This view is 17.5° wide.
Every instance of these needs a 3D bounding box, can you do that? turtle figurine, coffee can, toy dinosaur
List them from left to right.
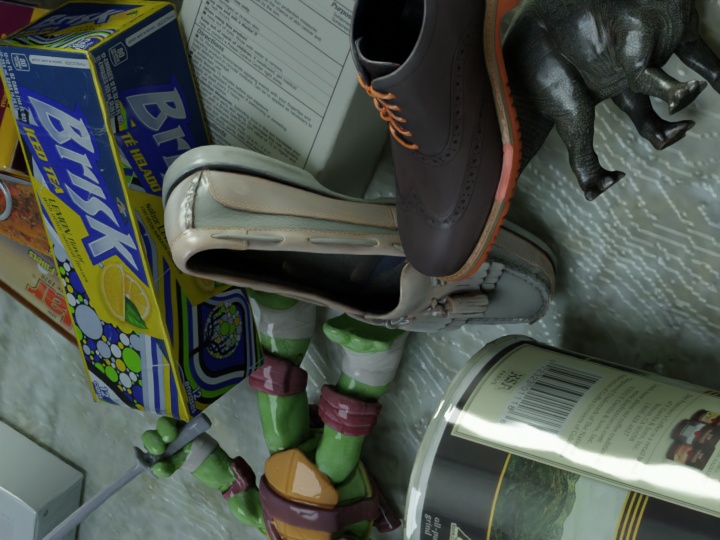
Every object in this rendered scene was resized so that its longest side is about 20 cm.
[{"bbox_3d":[-0.055,0.108,1.221,0.144,0.200,0.194,-126,44,-65],"label":"turtle figurine"},{"bbox_3d":[0.105,-0.098,1.036,0.102,0.077,0.200,55,143,12],"label":"toy dinosaur"},{"bbox_3d":[0.142,0.123,1.090,0.200,0.146,0.147,15,127,32],"label":"coffee can"}]

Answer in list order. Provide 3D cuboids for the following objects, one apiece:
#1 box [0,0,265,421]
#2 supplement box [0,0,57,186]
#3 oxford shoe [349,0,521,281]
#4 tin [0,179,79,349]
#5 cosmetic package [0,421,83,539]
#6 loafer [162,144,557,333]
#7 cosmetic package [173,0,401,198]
[{"bbox_3d":[-0.111,-0.030,1.147,0.070,0.064,0.200,9,123,38],"label":"box"},{"bbox_3d":[-0.213,-0.099,1.234,0.200,0.110,0.086,14,87,33],"label":"supplement box"},{"bbox_3d":[0.024,-0.081,1.023,0.071,0.072,0.200,28,129,43],"label":"oxford shoe"},{"bbox_3d":[-0.155,-0.013,1.319,0.200,0.042,0.112,37,131,14],"label":"tin"},{"bbox_3d":[-0.275,0.146,1.514,0.200,0.052,0.151,30,131,20],"label":"cosmetic package"},{"bbox_3d":[0.000,0.000,1.110,0.200,0.063,0.072,15,133,-16],"label":"loafer"},{"bbox_3d":[-0.035,-0.098,1.135,0.103,0.073,0.200,38,135,13],"label":"cosmetic package"}]
